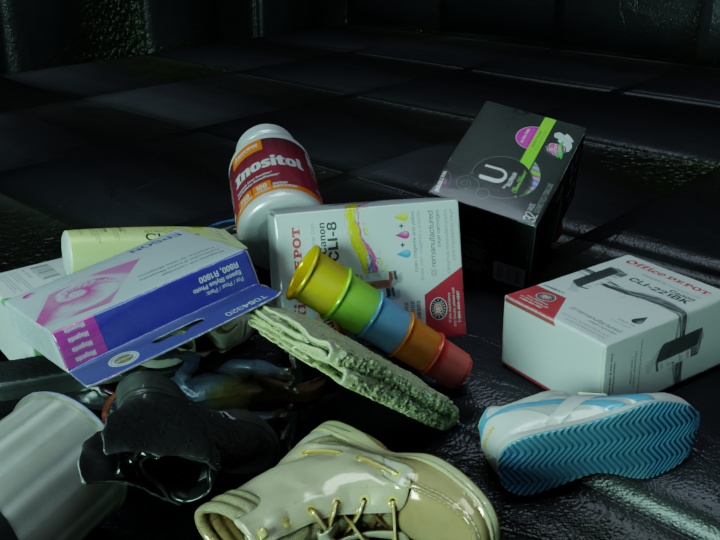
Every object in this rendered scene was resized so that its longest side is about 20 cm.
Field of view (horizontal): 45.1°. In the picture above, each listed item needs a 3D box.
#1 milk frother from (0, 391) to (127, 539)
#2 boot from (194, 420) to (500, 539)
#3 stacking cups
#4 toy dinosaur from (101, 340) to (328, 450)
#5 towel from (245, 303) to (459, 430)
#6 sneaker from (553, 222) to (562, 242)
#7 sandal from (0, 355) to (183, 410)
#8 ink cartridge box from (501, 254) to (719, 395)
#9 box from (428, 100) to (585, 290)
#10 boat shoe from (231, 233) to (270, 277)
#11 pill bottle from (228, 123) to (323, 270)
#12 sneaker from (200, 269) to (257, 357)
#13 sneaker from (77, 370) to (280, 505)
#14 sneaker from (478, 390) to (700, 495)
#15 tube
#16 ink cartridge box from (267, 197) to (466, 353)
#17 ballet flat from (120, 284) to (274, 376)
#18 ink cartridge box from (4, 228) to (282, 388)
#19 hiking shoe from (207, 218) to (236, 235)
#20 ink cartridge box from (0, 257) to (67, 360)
[{"bbox_3d":[-0.296,0.140,0.605,0.177,0.204,0.188,4,22,21],"label":"milk frother"},{"bbox_3d":[-0.012,0.188,0.641,0.198,0.074,0.154,17,28,40],"label":"boot"},{"bbox_3d":[0.025,0.049,0.857,0.198,0.061,0.061,30,18,-14],"label":"stacking cups"},{"bbox_3d":[-0.146,0.132,0.825,0.178,0.107,0.200,-3,-13,18],"label":"toy dinosaur"},{"bbox_3d":[-0.003,0.086,0.796,0.147,0.037,0.199,26,-5,45],"label":"towel"},{"bbox_3d":[0.178,-0.049,1.228,0.197,0.079,0.116,12,44,24],"label":"sneaker"},{"bbox_3d":[-0.270,0.110,0.860,0.196,0.049,0.075,-4,19,-13],"label":"sandal"},{"bbox_3d":[0.269,0.062,0.913,0.197,0.085,0.144,-14,26,-30],"label":"ink cartridge box"},{"bbox_3d":[0.192,-0.101,1.140,0.146,0.126,0.201,19,52,19],"label":"box"},{"bbox_3d":[-0.184,-0.005,1.119,0.196,0.071,0.067,-1,40,-8],"label":"boat shoe"},{"bbox_3d":[-0.109,-0.100,1.100,0.111,0.115,0.201,-5,38,-11],"label":"pill bottle"},{"bbox_3d":[-0.192,0.056,0.925,0.198,0.095,0.070,-18,26,-40],"label":"sneaker"},{"bbox_3d":[-0.131,0.146,0.679,0.199,0.060,0.105,35,16,-38],"label":"sneaker"},{"bbox_3d":[0.200,0.136,0.756,0.196,0.078,0.081,-4,21,-12],"label":"sneaker"},{"bbox_3d":[-0.232,-0.029,0.977,0.197,0.052,0.059,-6,63,-29],"label":"tube"},{"bbox_3d":[0.000,0.000,0.950,0.196,0.149,0.145,-5,6,-8],"label":"ink cartridge box"},{"bbox_3d":[-0.163,0.065,0.862,0.197,0.069,0.062,-15,37,-32],"label":"ballet flat"},{"bbox_3d":[-0.203,0.024,0.797,0.194,0.044,0.198,-26,23,-32],"label":"ink cartridge box"},{"bbox_3d":[-0.136,-0.049,1.200,0.196,0.076,0.087,-2,23,-3],"label":"hiking shoe"},{"bbox_3d":[-0.298,0.042,0.976,0.198,0.089,0.144,-20,30,-36],"label":"ink cartridge box"}]
